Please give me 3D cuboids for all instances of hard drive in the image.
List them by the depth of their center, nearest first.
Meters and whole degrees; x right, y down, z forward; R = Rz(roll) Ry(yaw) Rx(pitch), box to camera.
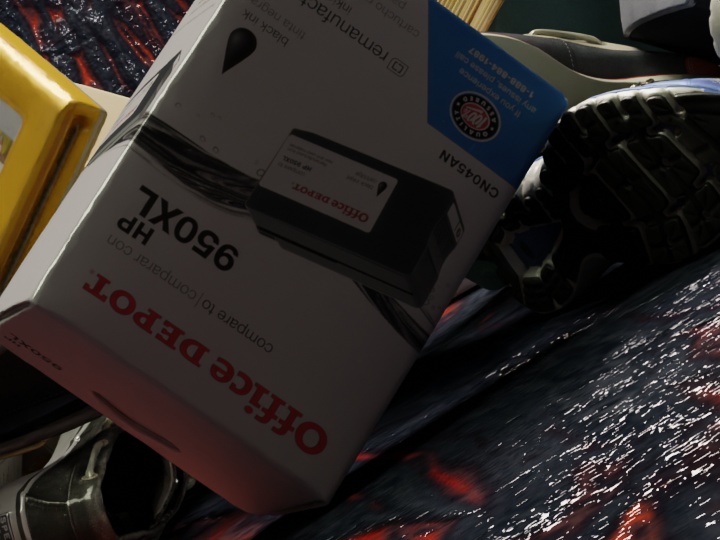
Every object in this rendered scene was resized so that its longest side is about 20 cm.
[{"bbox_3d":[0.190,-0.121,1.259,0.200,0.135,0.042,-178,104,-87],"label":"hard drive"}]

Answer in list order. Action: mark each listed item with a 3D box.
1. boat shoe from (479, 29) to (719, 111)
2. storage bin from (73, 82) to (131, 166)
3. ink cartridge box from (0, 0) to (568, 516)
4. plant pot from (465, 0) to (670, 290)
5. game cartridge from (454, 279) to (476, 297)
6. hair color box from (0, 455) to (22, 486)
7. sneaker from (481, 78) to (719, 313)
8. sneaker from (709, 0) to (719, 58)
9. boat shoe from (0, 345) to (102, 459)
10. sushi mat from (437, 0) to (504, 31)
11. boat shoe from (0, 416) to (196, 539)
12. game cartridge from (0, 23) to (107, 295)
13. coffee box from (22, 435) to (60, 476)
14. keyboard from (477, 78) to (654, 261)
[{"bbox_3d":[0.094,-0.085,1.296,0.200,0.071,0.063,3,21,-13],"label":"boat shoe"},{"bbox_3d":[-0.174,-0.005,1.485,0.200,0.094,0.199,13,-54,-45],"label":"storage bin"},{"bbox_3d":[-0.033,-0.022,1.062,0.200,0.145,0.084,-59,12,-17],"label":"ink cartridge box"},{"bbox_3d":[0.078,-0.104,1.413,0.141,0.141,0.200,-30,41,44],"label":"plant pot"},{"bbox_3d":[0.129,-0.052,1.523,0.200,0.041,0.133,-30,7,36],"label":"game cartridge"},{"bbox_3d":[-0.203,0.131,1.243,0.061,0.099,0.200,2,5,1],"label":"hair color box"},{"bbox_3d":[0.121,-0.047,1.121,0.089,0.079,0.200,-37,4,-25],"label":"sneaker"},{"bbox_3d":[0.245,-0.115,1.048,0.200,0.077,0.111,-14,11,-34],"label":"sneaker"},{"bbox_3d":[-0.111,0.029,1.211,0.201,0.072,0.061,-28,27,-7],"label":"boat shoe"},{"bbox_3d":[0.020,-0.100,1.360,0.012,0.096,0.200,15,-67,-37],"label":"sushi mat"},{"bbox_3d":[-0.110,0.101,1.256,0.064,0.071,0.200,-21,8,16],"label":"boat shoe"},{"bbox_3d":[-0.224,-0.047,1.379,0.032,0.200,0.176,15,-74,-43],"label":"game cartridge"},{"bbox_3d":[-0.165,0.069,1.396,0.200,0.114,0.080,-40,39,26],"label":"coffee box"},{"bbox_3d":[0.129,-0.049,1.241,0.127,0.021,0.200,10,-32,-46],"label":"keyboard"}]
